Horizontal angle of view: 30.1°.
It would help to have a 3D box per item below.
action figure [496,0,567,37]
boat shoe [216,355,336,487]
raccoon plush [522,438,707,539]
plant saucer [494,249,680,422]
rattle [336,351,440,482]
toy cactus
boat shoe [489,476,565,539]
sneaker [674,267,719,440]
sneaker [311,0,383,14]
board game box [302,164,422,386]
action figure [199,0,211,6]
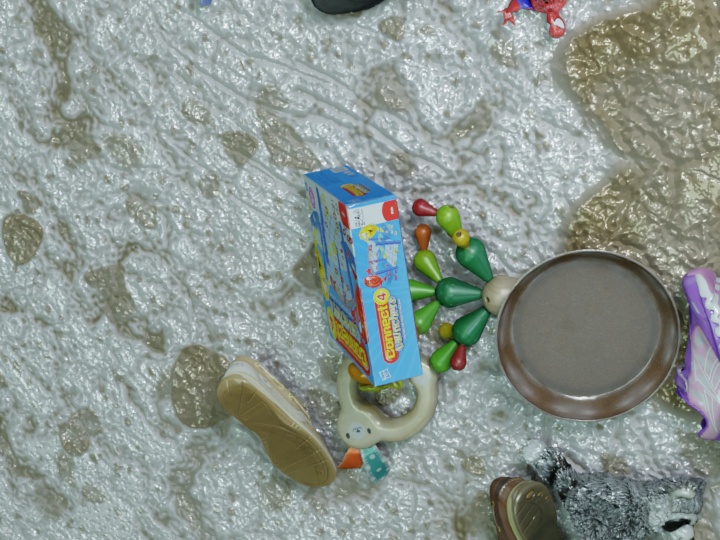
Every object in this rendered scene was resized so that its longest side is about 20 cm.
[{"bbox_3d":[0.161,-0.324,1.336,0.065,0.099,0.202,-15,104,27],"label":"action figure"},{"bbox_3d":[-0.093,0.181,1.631,0.073,0.069,0.201,-25,118,25],"label":"boat shoe"},{"bbox_3d":[0.286,0.234,1.484,0.200,0.097,0.134,43,110,4],"label":"raccoon plush"},{"bbox_3d":[0.244,0.067,1.448,0.198,0.032,0.203,1,112,3],"label":"plant saucer"},{"bbox_3d":[0.009,0.184,1.554,0.129,0.143,0.201,26,111,-9],"label":"rattle"},{"bbox_3d":[0.120,0.024,1.483,0.163,0.102,0.203,4,101,11],"label":"toy cactus"},{"bbox_3d":[0.199,0.327,1.568,0.067,0.072,0.202,14,127,53],"label":"boat shoe"},{"bbox_3d":[0.367,0.098,1.406,0.088,0.080,0.202,-15,102,30],"label":"sneaker"},{"bbox_3d":[0.025,-0.321,1.394,0.198,0.091,0.077,-21,101,28],"label":"sneaker"},{"bbox_3d":[0.000,0.000,1.460,0.055,0.200,0.198,-12,106,-12],"label":"board game box"},{"bbox_3d":[-0.202,-0.392,1.460,0.192,0.104,0.202,17,112,27],"label":"action figure"}]
